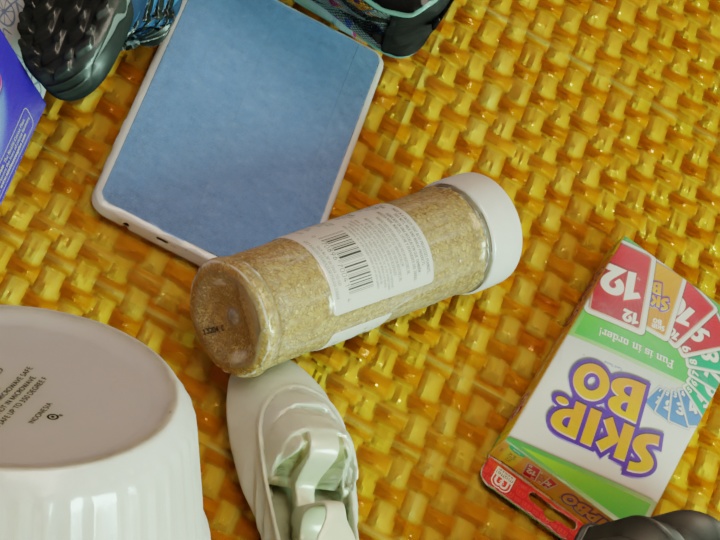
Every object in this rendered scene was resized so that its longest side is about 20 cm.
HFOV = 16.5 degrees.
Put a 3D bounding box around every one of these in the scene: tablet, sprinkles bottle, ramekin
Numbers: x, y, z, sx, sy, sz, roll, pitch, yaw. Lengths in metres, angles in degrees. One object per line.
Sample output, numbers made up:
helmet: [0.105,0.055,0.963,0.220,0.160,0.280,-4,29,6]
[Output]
tablet: [-0.068,-0.082,1.442,0.130,0.014,0.200,27,51,-9]
sprinkles bottle: [0.000,0.000,1.377,0.200,0.068,0.068,-20,70,-40]
ramekin: [-0.166,0.093,1.171,0.202,0.094,0.202,7,26,-3]

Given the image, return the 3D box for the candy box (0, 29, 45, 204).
candy box: [-0.253,-0.092,1.243,0.077,0.200,0.169,-1,48,23]

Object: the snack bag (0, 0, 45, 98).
snack bag: [-0.215,-0.213,1.378,0.189,0.021,0.200,51,35,-34]

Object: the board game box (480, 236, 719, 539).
board game box: [0.149,0.075,1.444,0.095,0.030,0.200,36,54,-2]

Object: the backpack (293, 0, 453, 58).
backpack: [-0.012,-0.240,1.463,0.200,0.153,0.176,32,78,-3]

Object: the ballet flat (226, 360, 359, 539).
ballet flat: [-0.025,0.122,1.302,0.069,0.069,0.200,5,58,-24]

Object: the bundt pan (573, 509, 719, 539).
bundt pan: [0.179,0.217,1.322,0.202,0.076,0.202,11,64,-23]

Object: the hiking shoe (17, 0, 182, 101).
hiking shoe: [-0.131,-0.153,1.390,0.087,0.074,0.200,57,29,-33]
